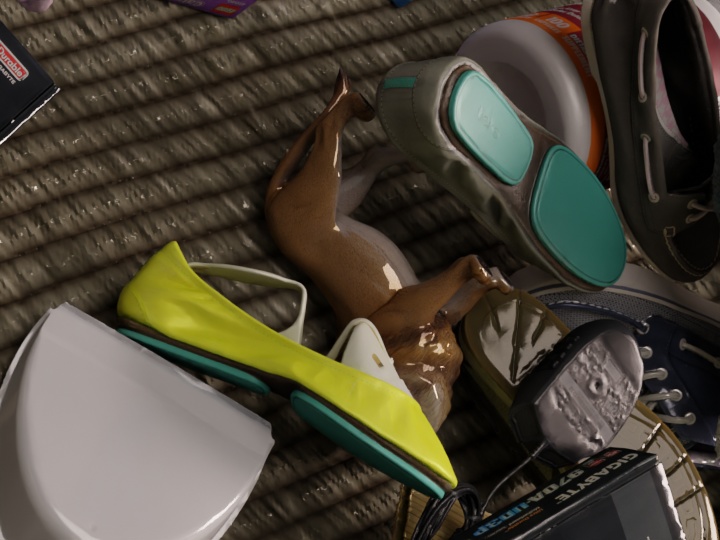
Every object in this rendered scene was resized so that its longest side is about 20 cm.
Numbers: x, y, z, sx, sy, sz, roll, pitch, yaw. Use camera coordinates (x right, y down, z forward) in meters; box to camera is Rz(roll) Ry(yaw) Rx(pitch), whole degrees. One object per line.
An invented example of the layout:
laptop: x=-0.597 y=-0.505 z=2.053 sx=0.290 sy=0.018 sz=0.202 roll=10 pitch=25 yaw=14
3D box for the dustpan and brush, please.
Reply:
dustpan and brush: x=-0.140 y=0.132 z=1.095 sx=0.139 sy=0.057 sz=0.200 roll=31 pitch=51 yaw=-10

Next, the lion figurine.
lion figurine: x=0.000 y=0.000 z=1.222 sx=0.200 sy=0.122 sz=0.072 roll=57 pitch=13 yaw=15

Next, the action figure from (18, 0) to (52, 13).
action figure: x=-0.179 y=-0.249 z=1.137 sx=0.149 sy=0.134 sz=0.200 roll=34 pitch=28 yaw=-16

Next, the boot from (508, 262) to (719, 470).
boot: x=0.173 y=0.059 z=1.321 sx=0.200 sy=0.073 sz=0.090 roll=16 pitch=59 yaw=-31

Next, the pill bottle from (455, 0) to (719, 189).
pill bottle: x=0.157 y=-0.110 z=1.348 sx=0.200 sy=0.113 sz=0.113 roll=-18 pitch=84 yaw=-39

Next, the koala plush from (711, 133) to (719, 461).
koala plush: x=0.266 y=0.012 z=1.271 sx=0.184 sy=0.200 sz=0.177 roll=24 pitch=47 yaw=8

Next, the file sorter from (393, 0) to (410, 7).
file sorter: x=0.071 y=-0.283 z=1.344 sx=0.139 sy=0.123 sz=0.200 roll=53 pitch=53 yaw=-7

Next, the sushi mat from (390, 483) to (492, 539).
sushi mat: x=0.091 y=0.194 z=1.216 sx=0.200 sy=0.012 sz=0.096 roll=32 pitch=58 yaw=-25

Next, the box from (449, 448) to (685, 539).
box: x=0.114 y=0.216 z=1.170 sx=0.159 sy=0.046 sz=0.200 roll=-26 pitch=106 yaw=-27

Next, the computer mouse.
computer mouse: x=0.083 y=0.102 z=1.199 sx=0.200 sy=0.034 sz=0.059 roll=-45 pitch=115 yaw=-22

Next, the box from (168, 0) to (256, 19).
box: x=-0.120 y=-0.252 z=1.249 sx=0.137 sy=0.039 sz=0.200 roll=12 pitch=67 yaw=-31

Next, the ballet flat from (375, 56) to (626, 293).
ballet flat: x=0.077 y=-0.054 z=1.227 sx=0.200 sy=0.064 sz=0.067 roll=43 pitch=62 yaw=-42

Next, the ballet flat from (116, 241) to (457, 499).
ballet flat: x=-0.030 y=0.045 z=1.148 sx=0.200 sy=0.067 sz=0.067 roll=26 pitch=78 yaw=6

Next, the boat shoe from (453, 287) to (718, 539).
boat shoe: x=0.125 y=0.098 z=1.266 sx=0.072 sy=0.066 sz=0.201 roll=-39 pitch=88 yaw=-19

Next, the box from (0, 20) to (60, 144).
box: x=-0.268 y=-0.113 z=1.089 sx=0.200 sy=0.046 sz=0.159 roll=50 pitch=53 yaw=-10

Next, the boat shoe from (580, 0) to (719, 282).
boat shoe: x=0.176 y=-0.075 z=1.256 sx=0.067 sy=0.057 sz=0.200 roll=-37 pitch=121 yaw=-30
